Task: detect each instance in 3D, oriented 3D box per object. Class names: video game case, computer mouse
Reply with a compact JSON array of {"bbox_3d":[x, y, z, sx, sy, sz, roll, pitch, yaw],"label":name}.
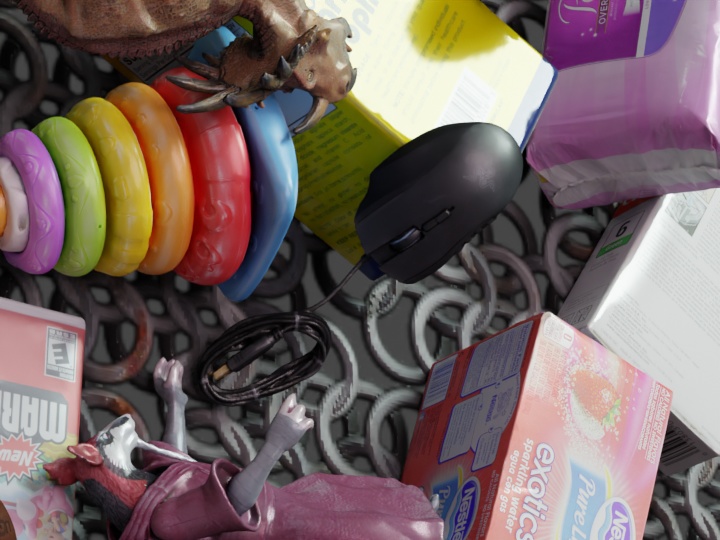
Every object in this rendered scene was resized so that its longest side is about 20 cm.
[{"bbox_3d":[-0.196,0.101,1.306,0.142,0.017,0.201,16,64,-32],"label":"video game case"},{"bbox_3d":[0.000,0.000,1.402,0.200,0.034,0.059,-43,109,6],"label":"computer mouse"}]

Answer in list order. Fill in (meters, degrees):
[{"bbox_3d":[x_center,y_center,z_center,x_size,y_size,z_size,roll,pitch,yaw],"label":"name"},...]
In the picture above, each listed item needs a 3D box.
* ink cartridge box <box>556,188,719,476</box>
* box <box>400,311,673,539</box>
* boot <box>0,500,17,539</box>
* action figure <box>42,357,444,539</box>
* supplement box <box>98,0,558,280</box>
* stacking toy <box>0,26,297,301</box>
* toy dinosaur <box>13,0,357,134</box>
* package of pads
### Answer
[{"bbox_3d":[0.189,0.006,1.609,0.109,0.050,0.200,43,52,-15],"label":"ink cartridge box"},{"bbox_3d":[0.078,0.137,1.441,0.094,0.102,0.201,31,56,-23],"label":"box"},{"bbox_3d":[-0.199,0.196,1.232,0.188,0.068,0.201,-34,101,-47],"label":"boot"},{"bbox_3d":[-0.059,0.127,1.353,0.199,0.134,0.150,16,90,-16],"label":"action figure"},{"bbox_3d":[-0.016,-0.109,1.462,0.200,0.109,0.110,40,54,-18],"label":"supplement box"},{"bbox_3d":[-0.139,-0.036,1.360,0.199,0.110,0.117,-11,65,-28],"label":"stacking toy"},{"bbox_3d":[-0.096,-0.129,1.321,0.199,0.086,0.136,-1,97,-6],"label":"toy dinosaur"},{"bbox_3d":[0.164,-0.135,1.596,0.076,0.120,0.201,49,44,-50],"label":"package of pads"}]
